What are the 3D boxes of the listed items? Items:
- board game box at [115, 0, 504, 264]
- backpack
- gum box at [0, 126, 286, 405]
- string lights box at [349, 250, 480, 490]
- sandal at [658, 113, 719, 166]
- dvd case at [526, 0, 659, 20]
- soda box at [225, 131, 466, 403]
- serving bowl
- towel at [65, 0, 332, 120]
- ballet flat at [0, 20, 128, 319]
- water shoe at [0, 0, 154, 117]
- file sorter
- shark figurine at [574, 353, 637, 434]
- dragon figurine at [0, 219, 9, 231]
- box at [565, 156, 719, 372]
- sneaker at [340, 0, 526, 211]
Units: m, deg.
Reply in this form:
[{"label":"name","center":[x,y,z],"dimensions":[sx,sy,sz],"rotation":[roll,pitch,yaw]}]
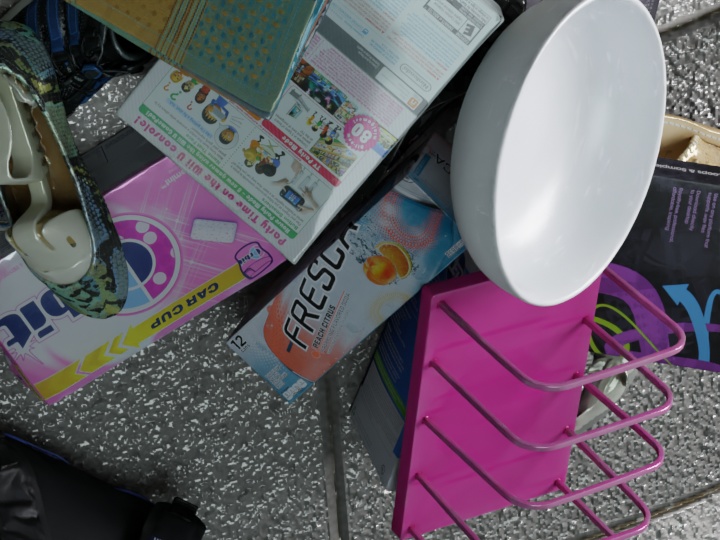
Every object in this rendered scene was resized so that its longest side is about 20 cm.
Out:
[{"label":"board game box","center":[-0.031,-0.129,1.558],"dimensions":[0.147,0.064,0.200],"rotation":[40,101,-7]},{"label":"backpack","center":[-0.215,0.228,1.709],"dimensions":[0.199,0.191,0.154],"rotation":[23,125,-28]},{"label":"gum box","center":[-0.164,-0.011,1.663],"dimensions":[0.199,0.066,0.114],"rotation":[-31,122,1]},{"label":"string lights box","center":[0.062,0.045,1.748],"dimensions":[0.059,0.103,0.201],"rotation":[12,114,-22]},{"label":"sandal","center":[0.234,-0.058,1.743],"dimensions":[0.210,0.070,0.078],"rotation":[0,121,-32]},{"label":"dvd case","center":[0.146,-0.177,1.666],"dimensions":[0.148,0.016,0.201],"rotation":[-15,126,-42]},{"label":"soda box","center":[0.000,0.000,1.674],"dimensions":[0.064,0.068,0.200],"rotation":[43,124,-7]},{"label":"serving bowl","center":[0.114,-0.082,1.592],"dimensions":[0.200,0.065,0.201],"rotation":[-30,128,-46]},{"label":"towel","center":[-0.100,-0.199,1.514],"dimensions":[0.147,0.199,0.022],"rotation":[-63,160,8]},{"label":"ballet flat","center":[-0.202,-0.052,1.559],"dimensions":[0.074,0.074,0.201],"rotation":[-23,106,-5]},{"label":"water shoe","center":[-0.170,-0.146,1.577],"dimensions":[0.200,0.079,0.071],"rotation":[-46,122,10]},{"label":"file sorter","center":[0.120,0.110,1.667],"dimensions":[0.138,0.125,0.201],"rotation":[-15,128,-29]},{"label":"shark figurine","center":[0.170,0.055,1.807],"dimensions":[0.127,0.090,0.216],"rotation":[22,99,4]},{"label":"dragon figurine","center":[-0.275,-0.099,1.563],"dimensions":[0.200,0.059,0.099],"rotation":[37,116,-14]},{"label":"box","center":[0.226,-0.002,1.712],"dimensions":[0.198,0.036,0.144],"rotation":[8,119,3]},{"label":"sneaker","center":[0.035,-0.130,1.647],"dimensions":[0.076,0.088,0.200],"rotation":[45,115,0]}]
